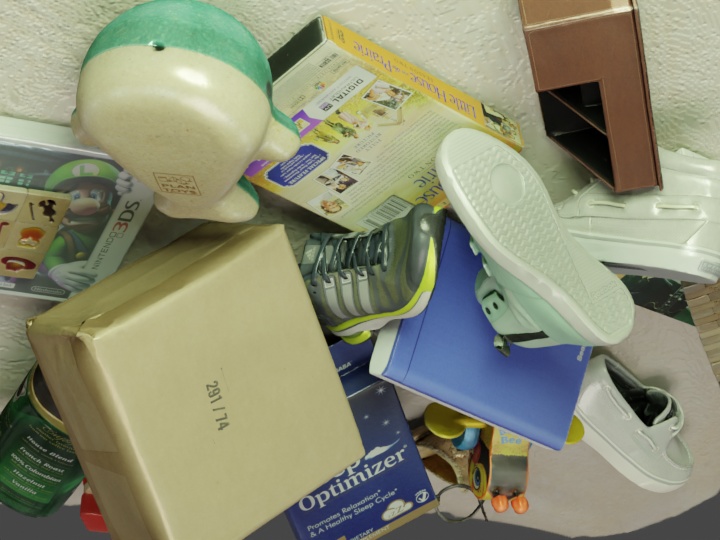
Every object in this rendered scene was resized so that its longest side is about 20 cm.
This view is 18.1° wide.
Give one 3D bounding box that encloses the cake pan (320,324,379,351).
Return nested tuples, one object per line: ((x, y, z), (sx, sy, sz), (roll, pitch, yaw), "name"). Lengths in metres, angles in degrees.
((-0.062, 0.070, 1.832), (0.200, 0.037, 0.200), (-6, 145, -4), "cake pan")

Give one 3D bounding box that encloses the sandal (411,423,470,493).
((0.074, 0.166, 1.966), (0.211, 0.070, 0.078), (-14, 144, 6), "sandal")

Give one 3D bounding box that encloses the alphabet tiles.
((-0.315, -0.037, 1.616), (0.199, 0.008, 0.167), (7, 141, -23), "alphabet tiles")

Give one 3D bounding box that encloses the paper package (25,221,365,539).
((-0.118, 0.087, 1.658), (0.190, 0.103, 0.200), (-31, 112, -30), "paper package")

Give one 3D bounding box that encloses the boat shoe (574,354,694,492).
((0.241, 0.128, 1.961), (0.068, 0.072, 0.200), (-29, 131, 27), "boat shoe")

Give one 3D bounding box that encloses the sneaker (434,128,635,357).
((0.098, -0.013, 1.652), (0.200, 0.074, 0.118), (49, 148, -19), "sneaker")

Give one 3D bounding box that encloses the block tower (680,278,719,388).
((0.289, 0.031, 1.782), (0.054, 0.058, 0.200), (-18, 143, 10), "block tower")

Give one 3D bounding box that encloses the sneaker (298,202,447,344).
((0.000, 0.000, 1.667), (0.081, 0.074, 0.200), (18, 152, -20), "sneaker")

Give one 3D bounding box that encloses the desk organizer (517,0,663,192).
((0.159, -0.135, 1.569), (0.077, 0.072, 0.200), (-11, 144, 6), "desk organizer")

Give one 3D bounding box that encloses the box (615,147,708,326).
((0.277, -0.016, 1.790), (0.200, 0.036, 0.144), (20, 135, -33), "box")

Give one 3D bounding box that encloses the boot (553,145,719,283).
((0.190, -0.049, 1.695), (0.200, 0.096, 0.073), (9, 173, 35), "boot")

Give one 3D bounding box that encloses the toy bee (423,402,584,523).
((0.122, 0.145, 1.861), (0.131, 0.109, 0.200), (-15, 121, -7), "toy bee")

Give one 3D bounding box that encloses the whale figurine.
((-0.115, -0.107, 1.525), (0.159, 0.104, 0.200), (4, 153, 11), "whale figurine")

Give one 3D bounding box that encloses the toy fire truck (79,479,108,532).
((-0.160, 0.167, 1.892), (0.141, 0.049, 0.200), (6, 152, -6), "toy fire truck")

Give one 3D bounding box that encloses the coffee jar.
((-0.228, 0.108, 1.769), (0.085, 0.104, 0.200), (32, 142, -7), "coffee jar")

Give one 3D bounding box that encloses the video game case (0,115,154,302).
((-0.257, -0.044, 1.644), (0.199, 0.023, 0.182), (9, 140, -23), "video game case")

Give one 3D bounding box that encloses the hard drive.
((0.102, 0.049, 1.770), (0.200, 0.132, 0.025), (25, 168, -38), "hard drive")

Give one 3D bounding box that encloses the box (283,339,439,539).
((-0.017, 0.148, 1.829), (0.121, 0.032, 0.200), (-27, 131, -7), "box")

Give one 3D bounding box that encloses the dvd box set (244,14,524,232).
((-0.002, -0.096, 1.621), (0.200, 0.029, 0.146), (24, 133, -37), "dvd box set")
